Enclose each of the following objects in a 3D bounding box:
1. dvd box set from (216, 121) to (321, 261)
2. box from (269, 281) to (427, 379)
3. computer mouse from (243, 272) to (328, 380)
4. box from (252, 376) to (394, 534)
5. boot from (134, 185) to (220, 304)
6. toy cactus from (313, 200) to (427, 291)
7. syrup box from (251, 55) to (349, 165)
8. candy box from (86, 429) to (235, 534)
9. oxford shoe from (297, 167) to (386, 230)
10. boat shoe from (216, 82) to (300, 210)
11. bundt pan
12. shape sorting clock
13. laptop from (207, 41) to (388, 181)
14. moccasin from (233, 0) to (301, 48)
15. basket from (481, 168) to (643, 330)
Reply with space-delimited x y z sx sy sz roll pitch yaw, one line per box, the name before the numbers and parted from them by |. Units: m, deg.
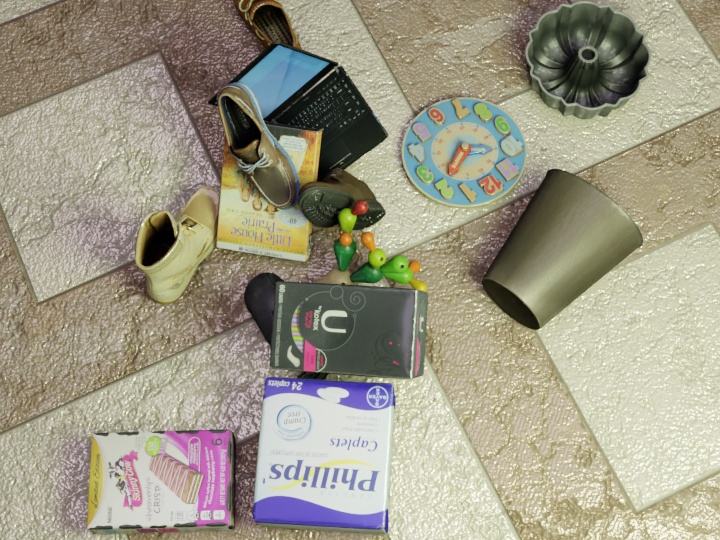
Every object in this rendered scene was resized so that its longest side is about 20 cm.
dvd box set | -0.140 -0.122 1.650 0.146 0.029 0.201 10 106 9
box | -0.014 0.082 1.514 0.199 0.106 0.123 2 87 12
computer mouse | -0.086 0.068 1.612 0.140 0.046 0.200 -35 72 8
box | -0.047 0.258 1.519 0.183 0.105 0.201 3 74 2
boot | -0.268 -0.062 1.625 0.073 0.156 0.201 25 71 10
toy cactus | 0.000 0.000 1.620 0.164 0.200 0.102 -20 26 30
syrup box | -0.086 -0.261 1.726 0.200 0.079 0.081 37 40 14
candy box | -0.278 0.297 1.538 0.199 0.061 0.137 -3 69 0
oxford shoe | -0.042 -0.112 1.631 0.073 0.200 0.085 -34 72 20
boat shoe | -0.156 -0.173 1.584 0.072 0.072 0.201 -28 99 17
bundt pan | 0.361 -0.330 1.763 0.201 0.076 0.203 0 69 1
shape sorting clock | 0.165 -0.189 1.731 0.199 0.039 0.201 0 69 0
laptop | -0.093 -0.226 1.627 0.200 0.177 0.103 56 42 -4
moccasin | -0.160 -0.423 1.805 0.073 0.078 0.202 -22 70 -7
basket | 0.286 -0.021 1.619 0.180 0.136 0.200 38 78 18
